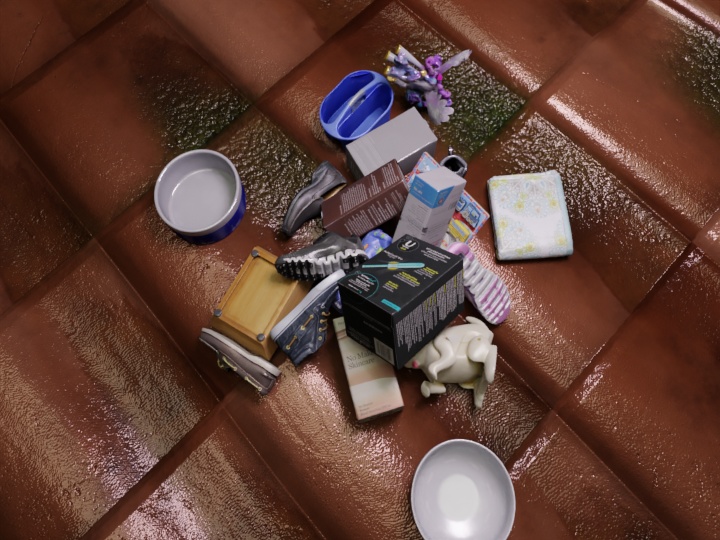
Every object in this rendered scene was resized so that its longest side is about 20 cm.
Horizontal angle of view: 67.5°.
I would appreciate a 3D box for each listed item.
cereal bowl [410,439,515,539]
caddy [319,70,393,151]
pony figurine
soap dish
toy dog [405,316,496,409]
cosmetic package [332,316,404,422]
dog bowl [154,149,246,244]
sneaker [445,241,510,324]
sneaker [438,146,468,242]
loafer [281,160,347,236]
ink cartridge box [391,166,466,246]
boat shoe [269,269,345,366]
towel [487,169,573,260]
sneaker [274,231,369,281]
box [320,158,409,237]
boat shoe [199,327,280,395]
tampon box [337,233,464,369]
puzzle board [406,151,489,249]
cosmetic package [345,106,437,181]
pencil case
[{"bbox_3d":[0.186,0.425,1.008,0.193,0.084,0.207,-1,71,2],"label":"cereal bowl"},{"bbox_3d":[-0.009,-0.381,1.280,0.140,0.105,0.201,38,76,13],"label":"caddy"},{"bbox_3d":[0.153,-0.436,1.232,0.195,0.193,0.171,23,98,-16],"label":"pony figurine"},{"bbox_3d":[-0.211,0.062,1.148,0.154,0.082,0.204,27,75,11],"label":"soap dish"},{"bbox_3d":[0.166,0.155,1.076,0.193,0.141,0.199,12,58,6],"label":"toy dog"},{"bbox_3d":[0.015,0.191,1.092,0.100,0.088,0.206,-16,71,-3],"label":"cosmetic package"},{"bbox_3d":[-0.364,-0.168,1.234,0.193,0.079,0.207,0,71,1],"label":"dog bowl"},{"bbox_3d":[0.239,0.027,1.150,0.080,0.088,0.201,-42,97,-13],"label":"sneaker"},{"bbox_3d":[0.201,-0.170,1.195,0.073,0.114,0.207,-4,70,-1],"label":"sneaker"},{"bbox_3d":[-0.106,-0.156,1.227,0.071,0.073,0.203,32,76,8],"label":"loafer"},{"bbox_3d":[0.135,-0.104,1.127,0.066,0.204,0.114,36,37,25],"label":"ink cartridge box"},{"bbox_3d":[-0.085,0.095,1.078,0.200,0.071,0.091,-44,84,6],"label":"boat shoe"},{"bbox_3d":[0.378,-0.124,1.211,0.165,0.048,0.207,-5,71,4],"label":"towel"},{"bbox_3d":[-0.081,-0.034,1.115,0.193,0.068,0.092,-7,50,-2],"label":"sneaker"},{"bbox_3d":[0.013,-0.144,1.166,0.196,0.076,0.102,-27,37,12],"label":"box"},{"bbox_3d":[-0.259,0.185,1.114,0.196,0.072,0.061,27,81,12],"label":"boat shoe"},{"bbox_3d":[0.080,0.050,1.011,0.198,0.129,0.148,-34,42,-31],"label":"tampon box"},{"bbox_3d":[0.169,-0.133,1.177,0.201,0.152,0.017,48,40,17],"label":"puzzle board"},{"bbox_3d":[0.071,-0.276,1.254,0.196,0.091,0.109,-28,72,-11],"label":"cosmetic package"},{"bbox_3d":[0.000,0.000,1.161,0.202,0.087,0.077,-52,36,-15],"label":"pencil case"}]
